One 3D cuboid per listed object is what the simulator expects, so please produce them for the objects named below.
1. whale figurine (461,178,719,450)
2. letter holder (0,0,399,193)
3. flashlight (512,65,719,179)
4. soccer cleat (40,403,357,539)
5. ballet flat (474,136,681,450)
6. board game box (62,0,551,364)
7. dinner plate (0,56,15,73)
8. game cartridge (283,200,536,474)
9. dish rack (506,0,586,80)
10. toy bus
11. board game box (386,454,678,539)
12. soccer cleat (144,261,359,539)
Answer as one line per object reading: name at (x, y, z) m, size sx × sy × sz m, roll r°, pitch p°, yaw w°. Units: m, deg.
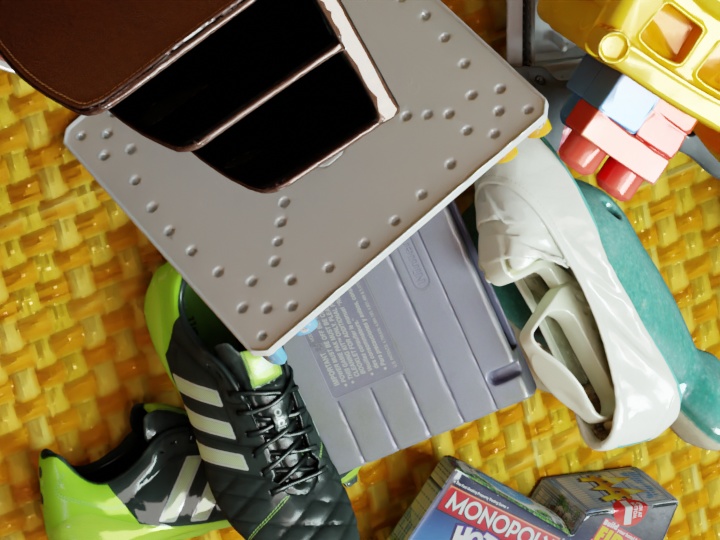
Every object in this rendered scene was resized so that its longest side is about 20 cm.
whale figurine at (0.143, 0.021, 1.654) m, size 0.199 × 0.159 × 0.104 m, roll 33°, pitch 114°, yaw -12°
letter holder at (-0.096, -0.108, 1.447) m, size 0.142 × 0.200 × 0.101 m, roll -35°, pitch 121°, yaw -8°
flashlight at (0.153, -0.077, 1.626) m, size 0.199 × 0.068 × 0.068 m, roll -4°, pitch 131°, yaw -16°
soccer cleat at (-0.085, 0.108, 1.635) m, size 0.199 × 0.067 × 0.082 m, roll -17°, pitch 102°, yaw -18°
ballet flat at (0.103, 0.008, 1.546) m, size 0.069 × 0.069 × 0.201 m, roll -30°, pitch 94°, yaw -11°
board game box at (-0.029, -0.073, 1.527) m, size 0.200 × 0.200 × 0.026 m, roll -40°, pitch 145°, yaw -5°
dinner plate at (-0.152, -0.199, 1.515) m, size 0.199 × 0.024 × 0.201 m, roll -8°, pitch 113°, yaw -21°
game cartridge at (0.000, 0.000, 1.590) m, size 0.129 × 0.038 × 0.201 m, roll -22°, pitch 95°, yaw 21°
dish rack at (0.158, -0.173, 1.634) m, size 0.171 × 0.044 × 0.201 m, roll -9°, pitch 123°, yaw -12°
toy bus at (0.194, -0.117, 1.546) m, size 0.199 × 0.136 × 0.193 m, roll 29°, pitch 96°, yaw -23°
board game box at (0.091, 0.191, 1.756) m, size 0.200 × 0.062 × 0.200 m, roll 31°, pitch 94°, yaw -30°
soccer cleat at (-0.058, 0.078, 1.573) m, size 0.067 × 0.081 × 0.201 m, roll -23°, pitch 77°, yaw -27°
